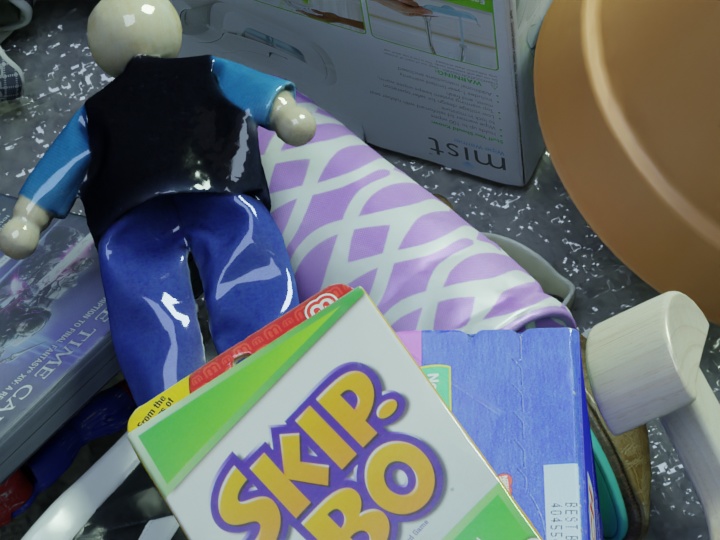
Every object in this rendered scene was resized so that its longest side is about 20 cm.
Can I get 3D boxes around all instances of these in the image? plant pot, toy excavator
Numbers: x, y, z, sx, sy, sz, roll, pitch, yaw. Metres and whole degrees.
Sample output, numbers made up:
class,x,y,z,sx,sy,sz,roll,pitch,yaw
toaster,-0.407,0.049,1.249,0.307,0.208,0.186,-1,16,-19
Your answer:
class,x,y,z,sx,sy,sz,roll,pitch,yaw
plant pot,0.188,-0.090,0.929,0.199,0.140,0.201,12,58,-19
toy excavator,0.147,0.132,0.830,0.099,0.194,0.201,-27,41,24

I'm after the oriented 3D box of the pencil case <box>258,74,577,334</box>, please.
class,x,y,z,sx,sy,sz,roll,pitch,yaw
pencil case,0.000,0.000,0.931,0.084,0.086,0.200,-32,52,-22

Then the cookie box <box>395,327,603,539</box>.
class,x,y,z,sx,sy,sz,roll,pitch,yaw
cookie box,0.053,0.141,0.820,0.075,0.200,0.172,-3,58,7

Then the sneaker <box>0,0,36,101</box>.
class,x,y,z,sx,sy,sz,roll,pitch,yaw
sneaker,-0.191,-0.169,1.130,0.080,0.077,0.201,7,64,-1

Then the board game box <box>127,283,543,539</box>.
class,x,y,z,sx,sy,sz,roll,pitch,yaw
board game box,0.004,0.091,0.728,0.095,0.030,0.200,-32,55,-6

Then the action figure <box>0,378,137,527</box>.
class,x,y,z,sx,sy,sz,roll,pitch,yaw
action figure,-0.165,0.081,0.964,0.098,0.066,0.200,4,44,36

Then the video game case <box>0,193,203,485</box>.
class,x,y,z,sx,sy,sz,roll,pitch,yaw
video game case,-0.171,0.023,0.974,0.199,0.019,0.143,15,50,45

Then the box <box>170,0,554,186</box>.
class,x,y,z,sx,sy,sz,roll,pitch,yaw
box,-0.004,-0.145,1.016,0.199,0.177,0.097,18,62,19

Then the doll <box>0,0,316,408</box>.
class,x,y,z,sx,sy,sz,roll,pitch,yaw
doll,-0.078,-0.026,0.902,0.135,0.048,0.201,-17,67,8

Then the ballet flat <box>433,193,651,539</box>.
class,x,y,z,sx,sy,sz,roll,pitch,yaw
ballet flat,0.072,0.031,0.973,0.072,0.068,0.200,-26,53,-30

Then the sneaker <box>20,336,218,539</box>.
class,x,y,z,sx,sy,sz,roll,pitch,yaw
sneaker,-0.056,0.104,0.946,0.112,0.073,0.200,42,54,1
